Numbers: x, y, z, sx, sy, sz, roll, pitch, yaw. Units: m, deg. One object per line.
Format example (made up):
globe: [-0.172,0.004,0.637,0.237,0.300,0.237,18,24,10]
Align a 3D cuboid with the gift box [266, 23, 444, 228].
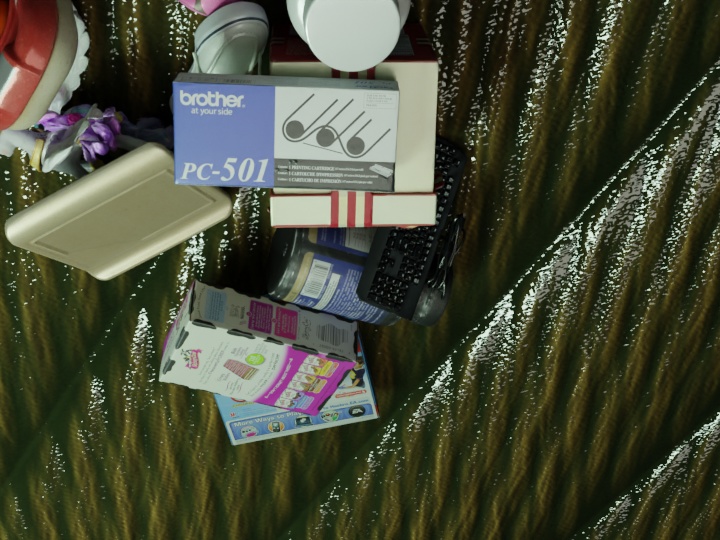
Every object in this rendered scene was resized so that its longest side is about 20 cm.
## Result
gift box: [-0.003,-0.142,1.119,0.183,0.200,0.188,2,114,1]

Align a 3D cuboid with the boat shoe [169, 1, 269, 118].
boat shoe: [-0.136,-0.173,1.090,0.074,0.087,0.202,-4,157,-32]

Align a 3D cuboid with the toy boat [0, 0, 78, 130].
toy boat: [-0.338,-0.228,0.993,0.130,0.201,0.131,16,128,-38]

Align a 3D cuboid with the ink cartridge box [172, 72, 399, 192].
ink cartridge box: [-0.066,-0.123,0.996,0.198,0.044,0.095,2,111,-1]

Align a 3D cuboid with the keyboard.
keyboard: [0.074,-0.046,1.219,0.103,0.040,0.202,21,85,-23]

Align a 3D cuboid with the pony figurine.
pony figurine: [-0.288,-0.141,1.122,0.199,0.168,0.193,21,137,-41]

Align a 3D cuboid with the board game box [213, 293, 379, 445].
board game box: [-0.090,0.118,1.398,0.198,0.056,0.197,-11,129,3]

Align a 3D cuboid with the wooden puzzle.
wooden puzzle: [-0.247,-0.061,1.162,0.184,0.037,0.200,-27,161,7]

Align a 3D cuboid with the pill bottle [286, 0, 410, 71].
pill bottle: [-0.013,-0.261,1.002,0.111,0.201,0.113,-3,127,-4]

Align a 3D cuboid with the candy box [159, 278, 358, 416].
candy box: [-0.118,0.092,1.282,0.198,0.061,0.137,15,140,-18]

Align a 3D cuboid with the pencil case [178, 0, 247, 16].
pencil case: [-0.114,-0.330,1.017,0.094,0.091,0.201,43,121,14]

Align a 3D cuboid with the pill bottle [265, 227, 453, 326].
pill bottle: [0.000,0.000,1.275,0.198,0.112,0.112,16,126,-17]
